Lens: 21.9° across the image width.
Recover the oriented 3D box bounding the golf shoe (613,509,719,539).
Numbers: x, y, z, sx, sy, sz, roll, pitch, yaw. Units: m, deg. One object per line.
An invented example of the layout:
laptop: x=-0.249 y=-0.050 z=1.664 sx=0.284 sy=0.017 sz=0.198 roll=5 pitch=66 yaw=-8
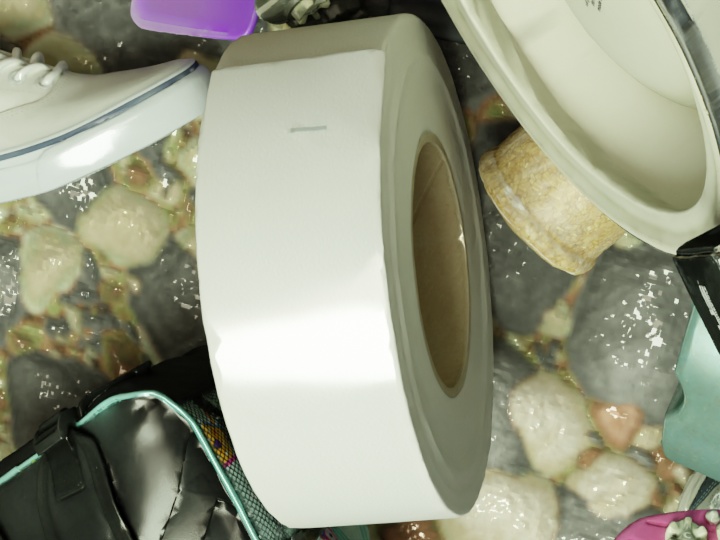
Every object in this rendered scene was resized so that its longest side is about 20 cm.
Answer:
golf shoe: x=0.185 y=0.158 z=0.750 sx=0.200 sy=0.075 sz=0.092 roll=20 pitch=146 yaw=-4

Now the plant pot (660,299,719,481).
plant pot: x=0.230 y=0.032 z=0.710 sx=0.196 sy=0.200 sz=0.200 roll=18 pitch=110 yaw=15

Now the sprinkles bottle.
sprinkles bottle: x=0.139 y=-0.085 z=0.752 sx=0.200 sy=0.068 sz=0.068 roll=-42 pitch=93 yaw=21

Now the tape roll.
tape roll: x=0.000 y=0.000 z=0.739 sx=0.071 sy=0.202 sz=0.202 roll=-5 pitch=105 yaw=15

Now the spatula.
spatula: x=-0.002 y=-0.117 z=0.800 sx=0.200 sy=0.021 sz=0.057 roll=11 pitch=94 yaw=7

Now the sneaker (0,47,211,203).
sneaker: x=-0.162 y=-0.070 z=0.824 sx=0.200 sy=0.073 sz=0.071 roll=-14 pitch=106 yaw=17

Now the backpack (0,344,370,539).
backpack: x=-0.075 y=0.153 z=0.826 sx=0.176 sy=0.153 sz=0.200 roll=-34 pitch=83 yaw=21

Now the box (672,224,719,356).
box: x=0.221 y=0.020 z=0.547 sx=0.200 sy=0.086 sz=0.164 roll=-28 pitch=89 yaw=1

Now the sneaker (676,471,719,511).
sneaker: x=0.161 y=0.168 z=0.812 sx=0.078 sy=0.086 sz=0.200 roll=17 pitch=109 yaw=7

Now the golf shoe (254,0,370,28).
golf shoe: x=0.027 y=-0.180 z=0.748 sx=0.200 sy=0.077 sz=0.088 roll=-33 pitch=74 yaw=9

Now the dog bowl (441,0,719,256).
dog bowl: x=0.091 y=-0.106 z=0.641 sx=0.074 sy=0.200 sz=0.200 roll=-34 pitch=97 yaw=-9
